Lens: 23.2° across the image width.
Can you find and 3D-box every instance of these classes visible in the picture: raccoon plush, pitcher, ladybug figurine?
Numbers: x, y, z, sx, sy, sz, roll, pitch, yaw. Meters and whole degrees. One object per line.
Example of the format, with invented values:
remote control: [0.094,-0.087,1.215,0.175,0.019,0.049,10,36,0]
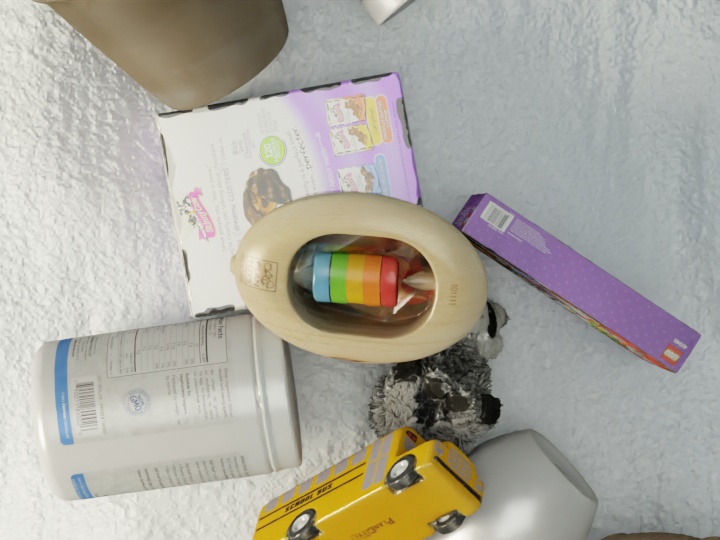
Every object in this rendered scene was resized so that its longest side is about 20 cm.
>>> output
raccoon plush: [0.044,0.094,1.444,0.097,0.134,0.200,38,125,-17]
pitcher: [0.109,0.239,1.428,0.200,0.121,0.172,-44,117,9]
ladybug figurine: [0.000,0.000,1.345,0.200,0.072,0.136,8,112,7]

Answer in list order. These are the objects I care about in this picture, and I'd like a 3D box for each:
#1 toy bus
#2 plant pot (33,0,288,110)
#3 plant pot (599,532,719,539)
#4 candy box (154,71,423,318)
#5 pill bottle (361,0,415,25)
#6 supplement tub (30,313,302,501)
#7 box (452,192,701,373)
toy bus: [0.006,0.187,1.386,0.200,0.078,0.065,-33,114,31]
plant pot: [-0.146,-0.227,1.359,0.200,0.200,0.174,-34,117,2]
plant pot: [0.213,0.277,1.406,0.201,0.201,0.093,-49,59,2]
candy box: [-0.053,-0.061,1.422,0.200,0.072,0.168,-9,94,0]
pill bottle: [-0.014,-0.297,1.388,0.111,0.111,0.200,-38,93,2]
supplement tub: [-0.153,0.108,1.401,0.200,0.132,0.132,-7,93,0]
box: [0.166,0.008,1.394,0.200,0.137,0.039,34,91,-2]
